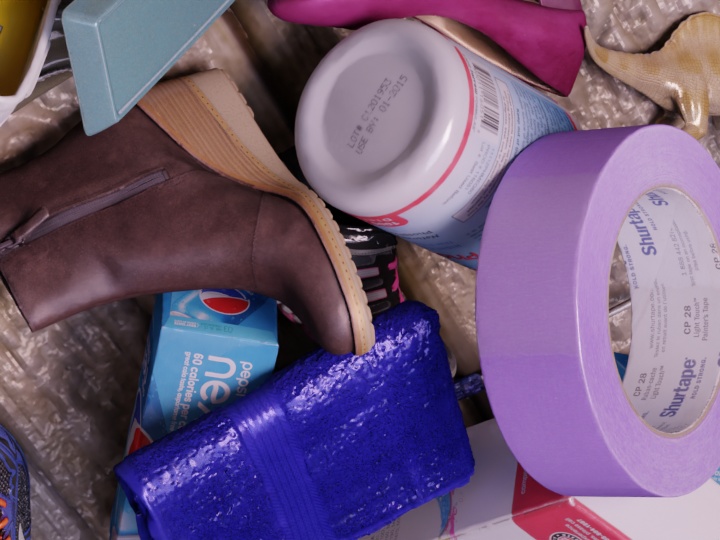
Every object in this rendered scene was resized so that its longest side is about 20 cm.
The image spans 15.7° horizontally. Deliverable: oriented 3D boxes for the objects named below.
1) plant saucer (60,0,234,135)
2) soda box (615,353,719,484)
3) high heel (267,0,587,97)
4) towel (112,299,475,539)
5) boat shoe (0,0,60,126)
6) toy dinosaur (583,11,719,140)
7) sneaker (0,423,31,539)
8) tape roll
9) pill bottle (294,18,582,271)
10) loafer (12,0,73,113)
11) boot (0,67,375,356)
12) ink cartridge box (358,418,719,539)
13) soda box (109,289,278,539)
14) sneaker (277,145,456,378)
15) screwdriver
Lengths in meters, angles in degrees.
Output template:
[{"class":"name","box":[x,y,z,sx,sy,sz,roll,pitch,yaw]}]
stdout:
[{"class":"plant saucer","box":[-0.094,-0.146,1.345,0.019,0.200,0.070,6,125,23]},{"class":"soda box","box":[0.216,0.104,1.647,0.199,0.064,0.068,11,109,-28]},{"class":"high heel","box":[0.042,-0.130,1.459,0.199,0.067,0.097,-10,108,-22]},{"class":"towel","box":[-0.030,0.113,1.447,0.199,0.050,0.148,-30,141,-12]},{"class":"boat shoe","box":[-0.166,-0.163,1.288,0.074,0.086,0.203,29,60,-27]},{"class":"toy dinosaur","box":[0.193,-0.104,1.558,0.199,0.058,0.102,-1,101,-33]},{"class":"sneaker","box":[-0.215,0.174,1.497,0.075,0.078,0.201,-12,119,-18]},{"class":"tape roll","box":[0.142,0.023,1.419,0.200,0.065,0.201,4,85,-54]},{"class":"pill bottle","box":[0.061,-0.060,1.460,0.200,0.109,0.109,24,105,-51]},{"class":"loafer","box":[-0.186,-0.123,1.375,0.199,0.075,0.070,-10,133,-16]},{"class":"boot","box":[-0.103,-0.003,1.400,0.166,0.200,0.072,-29,157,-14]},{"class":"ink cartridge box","box":[0.102,0.159,1.559,0.199,0.086,0.147,-20,135,41]},{"class":"soda box","box":[-0.097,0.095,1.483,0.067,0.064,0.201,9,125,-9]},{"class":"sneaker","box":[0.000,0.000,1.505,0.087,0.074,0.200,-44,119,9]},{"class":"screwdriver","box":[0.089,0.061,1.597,0.199,0.029,0.028,-23,122,-5]}]
